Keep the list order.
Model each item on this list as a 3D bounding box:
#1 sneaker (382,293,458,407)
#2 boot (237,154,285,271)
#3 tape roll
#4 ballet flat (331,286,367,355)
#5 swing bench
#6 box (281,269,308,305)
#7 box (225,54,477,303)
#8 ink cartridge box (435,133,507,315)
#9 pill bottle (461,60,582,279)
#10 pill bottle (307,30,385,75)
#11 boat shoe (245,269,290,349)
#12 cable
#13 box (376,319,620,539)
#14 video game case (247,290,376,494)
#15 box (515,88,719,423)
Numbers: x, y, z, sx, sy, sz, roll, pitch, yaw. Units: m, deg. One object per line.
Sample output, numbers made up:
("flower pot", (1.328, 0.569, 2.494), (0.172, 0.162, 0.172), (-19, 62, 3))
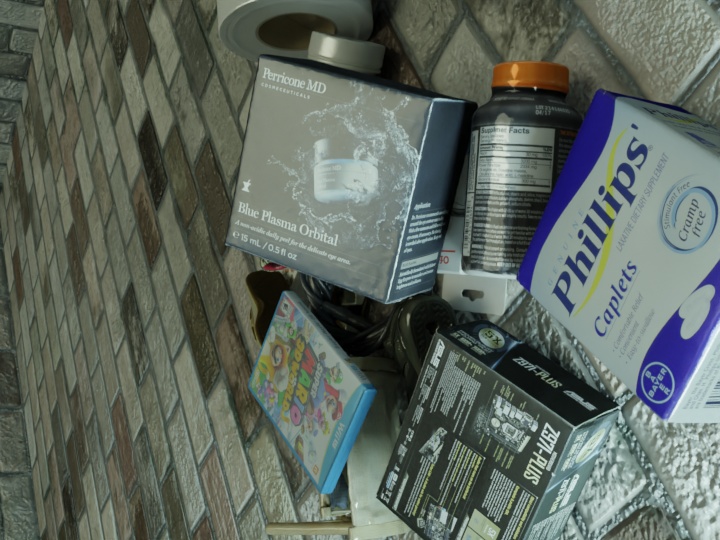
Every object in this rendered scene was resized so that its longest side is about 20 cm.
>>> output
("sneaker", (0.077, 0.120, 1.006), (0.114, 0.076, 0.200), (-145, 43, -79))
("boot", (-0.078, -0.095, 1.071), (0.204, 0.073, 0.154), (-31, 66, 56))
("tape roll", (-0.084, -0.338, 1.174), (0.202, 0.202, 0.071), (-23, 67, 56))
("ballet flat", (-0.019, 0.047, 1.166), (0.071, 0.071, 0.200), (30, 110, 55))
("swing bench", (-0.019, 0.215, 1.102), (0.200, 0.130, 0.199), (-18, 72, 51))
("box", (-0.073, -0.026, 1.285), (0.039, 0.041, 0.200), (55, 133, 44))
("box", (-0.012, -0.096, 0.913), (0.196, 0.117, 0.200), (19, 106, 24))
("ink cartridge box", (0.101, -0.056, 0.976), (0.116, 0.068, 0.200), (4, 91, 59))
("pill bottle", (0.154, -0.092, 0.857), (0.106, 0.106, 0.200), (7, 93, 58))
("pill bottle", (-0.035, -0.196, 1.165), (0.113, 0.113, 0.200), (35, 118, 54))
("boat shoe", (-0.111, 0.077, 1.236), (0.200, 0.074, 0.066), (-111, 15, -53))
("cable", (0.000, 0.000, 1.102), (0.163, 0.051, 0.200), (-30, 74, 26))
("box", (0.124, 0.174, 0.864), (0.164, 0.086, 0.200), (34, 117, 35))
("video game case", (-0.062, 0.135, 1.044), (0.200, 0.018, 0.143), (45, 121, 45))
("box", (0.242, -0.015, 0.708), (0.200, 0.105, 0.184), (50, 128, 48))
